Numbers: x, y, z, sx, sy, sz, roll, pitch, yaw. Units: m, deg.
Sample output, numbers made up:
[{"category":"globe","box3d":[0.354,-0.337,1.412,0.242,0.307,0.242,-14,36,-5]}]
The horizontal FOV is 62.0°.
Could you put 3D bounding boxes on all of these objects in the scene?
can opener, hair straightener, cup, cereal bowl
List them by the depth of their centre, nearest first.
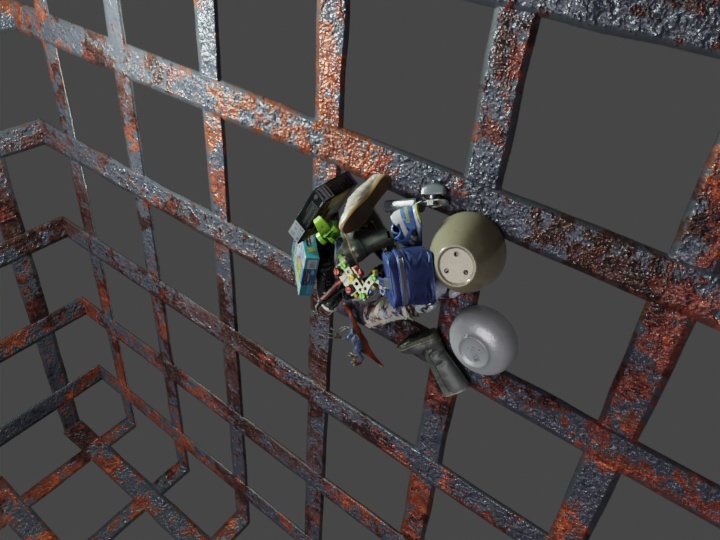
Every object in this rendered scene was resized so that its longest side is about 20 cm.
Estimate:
[{"category":"cup","box3d":[0.251,-0.030,1.468,0.194,0.143,0.207,6,107,21]},{"category":"can opener","box3d":[0.148,-0.189,1.584,0.196,0.053,0.069,1,84,42]},{"category":"cereal bowl","box3d":[0.324,0.201,1.628,0.196,0.083,0.206,21,126,31]},{"category":"hair straightener","box3d":[-0.059,0.072,1.780,0.077,0.200,0.041,50,164,-26]}]

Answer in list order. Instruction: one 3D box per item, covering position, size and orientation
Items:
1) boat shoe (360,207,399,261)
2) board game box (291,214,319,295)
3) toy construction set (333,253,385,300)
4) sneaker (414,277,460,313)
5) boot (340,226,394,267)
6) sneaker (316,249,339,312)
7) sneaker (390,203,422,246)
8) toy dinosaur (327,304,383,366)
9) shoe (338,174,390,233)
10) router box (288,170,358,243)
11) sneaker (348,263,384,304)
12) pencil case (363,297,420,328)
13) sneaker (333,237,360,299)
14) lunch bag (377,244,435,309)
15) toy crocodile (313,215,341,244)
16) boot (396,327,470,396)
[{"category":"boat shoe","box3d":[0.031,-0.118,1.711,0.203,0.060,0.072,52,137,3]},{"category":"board game box","box3d":[-0.173,-0.049,1.859,0.203,0.045,0.154,-106,24,-45]},{"category":"toy construction set","box3d":[0.000,0.000,1.716,0.130,0.091,0.203,-39,66,24]},{"category":"sneaker","box3d":[0.204,0.034,1.643,0.198,0.075,0.117,-33,91,43]},{"category":"boot","box3d":[0.019,-0.095,1.633,0.135,0.202,0.079,-23,126,8]},{"category":"sneaker","box3d":[-0.108,0.024,1.838,0.100,0.068,0.204,84,174,-54]},{"category":"sneaker","box3d":[0.120,-0.105,1.582,0.202,0.080,0.076,77,180,-60]},{"category":"toy dinosaur","box3d":[-0.012,0.206,1.965,0.193,0.106,0.187,5,111,-4]},{"category":"shoe","box3d":[0.003,-0.183,1.614,0.053,0.201,0.070,29,162,34]},{"category":"router box","box3d":[-0.109,-0.181,1.728,0.052,0.156,0.201,46,137,6]},{"category":"sneaker","box3d":[0.054,0.043,1.794,0.078,0.076,0.198,29,138,-33]},{"category":"pencil case","box3d":[0.093,0.120,1.779,0.197,0.090,0.078,-21,119,46]},{"category":"sneaker","box3d":[-0.044,-0.011,1.851,0.086,0.076,0.206,34,133,45]},{"category":"lunch bag","box3d":[0.110,0.012,1.530,0.128,0.200,0.141,-7,98,-4]},{"category":"toy crocodile","box3d":[-0.086,-0.121,1.724,0.067,0.199,0.062,-40,83,16]},{"category":"boot","box3d":[0.216,0.283,1.795,0.180,0.073,0.203,-21,107,48]}]
